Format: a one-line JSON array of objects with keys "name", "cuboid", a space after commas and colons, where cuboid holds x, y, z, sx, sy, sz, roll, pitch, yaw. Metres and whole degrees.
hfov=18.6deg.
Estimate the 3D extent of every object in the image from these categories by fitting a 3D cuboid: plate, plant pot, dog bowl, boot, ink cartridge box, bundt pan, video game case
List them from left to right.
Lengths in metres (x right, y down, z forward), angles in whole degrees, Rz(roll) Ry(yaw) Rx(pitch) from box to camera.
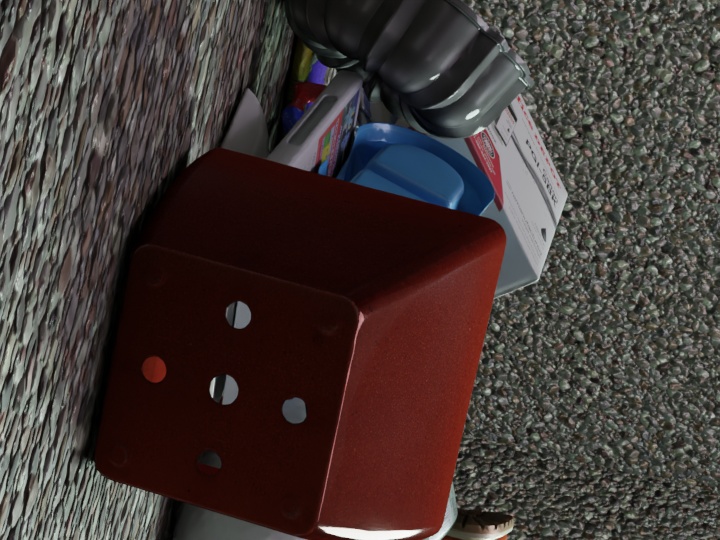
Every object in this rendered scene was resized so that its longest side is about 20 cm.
[{"name": "plate", "cuboid": [-0.096, 0.009, 1.509, 0.201, 0.032, 0.200, -74, 174, -48]}, {"name": "plant pot", "cuboid": [-0.048, 0.053, 1.261, 0.176, 0.199, 0.201, -21, 124, -72]}, {"name": "video game case", "cuboid": [-0.048, -0.018, 1.548, 0.182, 0.023, 0.201, -56, 159, -58]}, {"name": "bundt pan", "cuboid": [0.026, -0.166, 1.618, 0.076, 0.201, 0.202, -55, 175, -4]}, {"name": "dog bowl", "cuboid": [0.025, -0.043, 1.553, 0.050, 0.111, 0.200, -64, 174, 25]}, {"name": "boot", "cuboid": [0.071, 0.237, 1.692, 0.200, 0.075, 0.108, 120, -24, -76]}, {"name": "ink cartridge box", "cuboid": [0.096, -0.076, 1.801, 0.147, 0.082, 0.200, 63, 21, -15]}]

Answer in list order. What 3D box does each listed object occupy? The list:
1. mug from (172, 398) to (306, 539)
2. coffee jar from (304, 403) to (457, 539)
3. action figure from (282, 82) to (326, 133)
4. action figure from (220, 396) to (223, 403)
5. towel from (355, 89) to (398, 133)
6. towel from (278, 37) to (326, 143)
[{"name": "mug", "cuboid": [-0.048, 0.210, 1.699, 0.147, 0.200, 0.176, -27, -156, 48]}, {"name": "coffee jar", "cuboid": [0.008, 0.100, 1.566, 0.085, 0.104, 0.201, -33, 127, -39]}, {"name": "action figure", "cuboid": [-0.052, -0.077, 1.685, 0.200, 0.051, 0.066, -68, 176, -57]}, {"name": "action figure", "cuboid": [-0.073, 0.029, 1.692, 0.052, 0.065, 0.201, -26, -140, 44]}, {"name": "towel", "cuboid": [0.033, -0.119, 1.839, 0.200, 0.024, 0.148, 49, 28, -45]}, {"name": "towel", "cuboid": [-0.043, -0.156, 1.847, 0.144, 0.023, 0.201, -71, 172, -68]}]
